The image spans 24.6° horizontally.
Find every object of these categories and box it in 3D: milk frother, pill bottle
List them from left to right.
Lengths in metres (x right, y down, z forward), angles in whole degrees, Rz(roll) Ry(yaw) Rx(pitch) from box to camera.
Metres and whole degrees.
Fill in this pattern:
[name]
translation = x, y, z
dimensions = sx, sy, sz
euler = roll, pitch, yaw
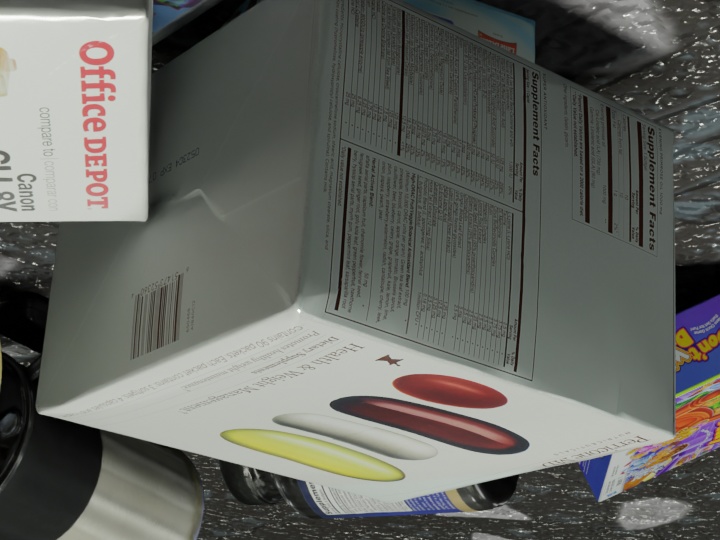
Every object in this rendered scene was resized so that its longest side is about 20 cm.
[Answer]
[milk frother]
translation = -0.161, 0.115, 1.080
dimensions = 0.200, 0.181, 0.188
euler = 5, 160, 35
[pill bottle]
translation = 0.005, 0.118, 1.169
dimensions = 0.200, 0.112, 0.112
euler = -7, 156, 26

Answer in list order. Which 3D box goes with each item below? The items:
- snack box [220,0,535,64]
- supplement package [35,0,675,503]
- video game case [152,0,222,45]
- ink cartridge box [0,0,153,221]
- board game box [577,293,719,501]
[snack box]
translation = -0.020, -0.078, 0.774
dimensions = 0.116, 0.037, 0.200
euler = 14, 157, -23
[supplement package]
translation = 0.000, 0.000, 0.716
dimensions = 0.200, 0.147, 0.191
euler = 19, 154, -34
[video game case]
translation = -0.132, -0.144, 0.649
dimensions = 0.182, 0.023, 0.200
euler = 20, 152, -35
[ink cartridge box]
translation = -0.176, -0.085, 0.611
dimensions = 0.200, 0.083, 0.145
euler = -1, 152, -8
[board game box]
translation = 0.206, 0.075, 1.038
dimensions = 0.134, 0.045, 0.200
euler = -24, 159, -5
